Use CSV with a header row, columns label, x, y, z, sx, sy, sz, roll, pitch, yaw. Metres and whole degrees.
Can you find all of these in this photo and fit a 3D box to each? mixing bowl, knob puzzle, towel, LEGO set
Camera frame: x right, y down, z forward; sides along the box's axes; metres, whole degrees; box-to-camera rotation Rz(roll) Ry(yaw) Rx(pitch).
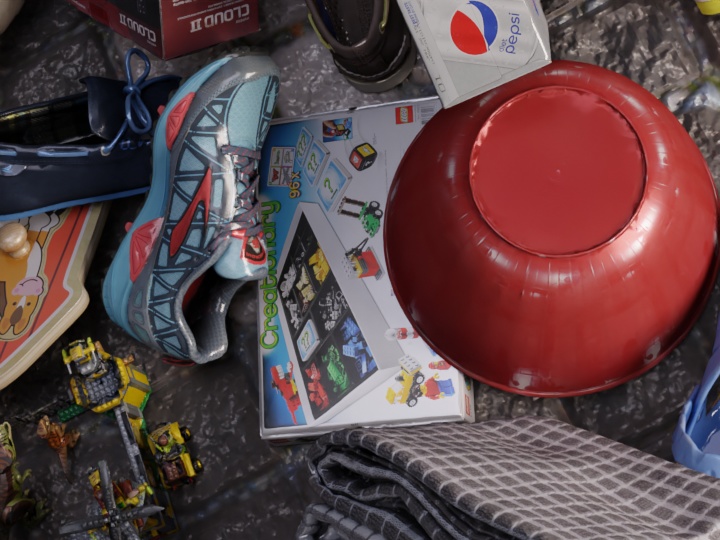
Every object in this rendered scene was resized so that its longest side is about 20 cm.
label,x,y,z,sx,sy,sz,roll,pitch,yaw
mixing bowl,0.109,-0.038,0.927,0.199,0.108,0.202,-1,75,3
knob puzzle,-0.261,0.012,1.045,0.218,0.031,0.221,-10,50,13
towel,0.089,0.130,0.843,0.199,0.165,0.086,18,101,46
LEGO set,-0.207,0.127,0.994,0.199,0.116,0.155,-18,71,11

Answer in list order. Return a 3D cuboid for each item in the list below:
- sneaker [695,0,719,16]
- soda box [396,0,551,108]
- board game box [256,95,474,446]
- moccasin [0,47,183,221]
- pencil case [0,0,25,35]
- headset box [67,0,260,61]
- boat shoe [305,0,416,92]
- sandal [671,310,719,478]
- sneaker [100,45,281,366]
label,x,y,z,sx,sy,sz,roll,pitch,yaw
sneaker,0.234,-0.249,0.965,0.201,0.084,0.074,-61,23,-4
soda box,0.065,-0.147,0.939,0.063,0.200,0.069,-23,101,11
board game box,0.000,0.000,1.010,0.125,0.035,0.201,-6,74,15
moccasin,-0.159,-0.086,1.037,0.199,0.068,0.081,-20,42,-8
pencil case,-0.279,-0.164,1.118,0.078,0.089,0.201,33,87,-6
headset box,-0.134,-0.233,1.023,0.077,0.201,0.149,-23,37,-30
boat shoe,-0.014,-0.213,1.057,0.071,0.060,0.201,-17,71,13
sandal,0.218,0.052,0.902,0.079,0.087,0.201,14,78,22
sneaker,-0.079,-0.034,0.997,0.095,0.079,0.201,37,117,32
